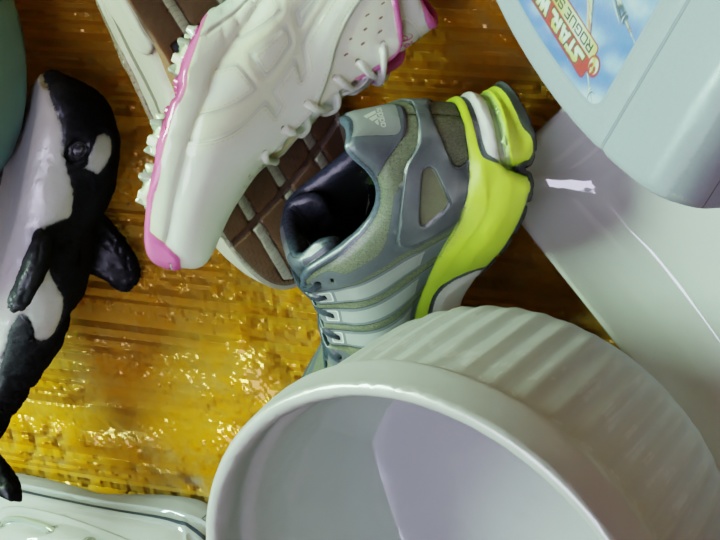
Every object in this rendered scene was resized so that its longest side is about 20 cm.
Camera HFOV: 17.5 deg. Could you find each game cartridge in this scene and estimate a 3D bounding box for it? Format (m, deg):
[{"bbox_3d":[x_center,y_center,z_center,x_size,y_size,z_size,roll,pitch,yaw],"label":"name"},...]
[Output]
[{"bbox_3d":[0.098,-0.124,0.819,0.133,0.041,0.200,-58,42,34],"label":"game cartridge"}]

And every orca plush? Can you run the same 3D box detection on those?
[{"bbox_3d":[-0.134,0.010,1.067,0.071,0.105,0.201,9,98,-19],"label":"orca plush"}]

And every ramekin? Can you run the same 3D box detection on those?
[{"bbox_3d":[0.050,0.108,0.905,0.200,0.105,0.201,17,124,26],"label":"ramekin"}]

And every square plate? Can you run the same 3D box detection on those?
[{"bbox_3d":[0.174,-0.020,0.883,0.200,0.028,0.198,53,125,12],"label":"square plate"}]

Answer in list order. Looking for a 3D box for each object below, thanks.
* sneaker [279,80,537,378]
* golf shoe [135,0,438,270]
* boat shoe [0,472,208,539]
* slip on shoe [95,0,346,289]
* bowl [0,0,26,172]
[{"bbox_3d":[0.000,0.000,0.965,0.081,0.074,0.200,5,131,-22],"label":"sneaker"},{"bbox_3d":[-0.024,-0.086,0.921,0.091,0.075,0.200,22,96,1],"label":"golf shoe"},{"bbox_3d":[-0.158,0.144,1.154,0.200,0.067,0.074,-9,110,32],"label":"boat shoe"},{"bbox_3d":[-0.066,-0.086,0.991,0.200,0.076,0.061,60,169,-22],"label":"slip on shoe"},{"bbox_3d":[-0.222,-0.091,1.028,0.200,0.105,0.201,15,115,37],"label":"bowl"}]
